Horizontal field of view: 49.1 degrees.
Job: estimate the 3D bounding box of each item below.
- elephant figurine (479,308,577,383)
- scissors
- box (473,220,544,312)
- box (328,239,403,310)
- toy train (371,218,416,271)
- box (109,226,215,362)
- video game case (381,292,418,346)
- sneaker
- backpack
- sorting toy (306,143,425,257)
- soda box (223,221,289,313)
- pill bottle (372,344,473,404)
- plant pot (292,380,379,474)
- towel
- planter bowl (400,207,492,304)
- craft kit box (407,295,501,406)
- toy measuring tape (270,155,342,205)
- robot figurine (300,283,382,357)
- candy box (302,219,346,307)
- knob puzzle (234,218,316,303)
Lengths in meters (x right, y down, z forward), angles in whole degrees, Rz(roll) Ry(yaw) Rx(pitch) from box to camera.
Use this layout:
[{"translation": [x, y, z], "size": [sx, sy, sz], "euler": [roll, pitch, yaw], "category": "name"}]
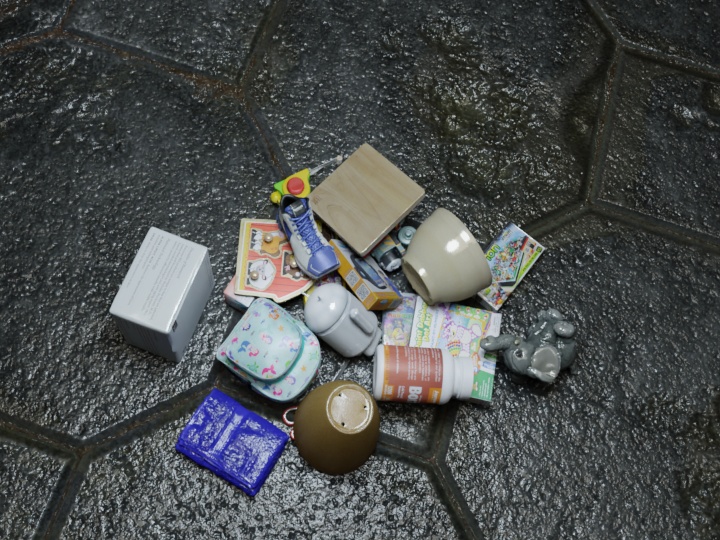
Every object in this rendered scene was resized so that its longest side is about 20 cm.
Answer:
[{"translation": [0.364, 0.185, 1.696], "size": [0.198, 0.143, 0.155], "euler": [-33, 59, -25], "category": "elephant figurine"}, {"translation": [-0.080, 0.279, 1.680], "size": [0.199, 0.014, 0.073], "euler": [-37, 75, -19], "category": "scissors"}, {"translation": [0.326, -0.008, 1.821], "size": [0.109, 0.035, 0.201], "euler": [37, 69, 10], "category": "box"}, {"translation": [0.000, 0.000, 1.737], "size": [0.042, 0.118, 0.201], "euler": [-46, 67, 23], "category": "box"}, {"translation": [0.051, -0.091, 1.804], "size": [0.113, 0.086, 0.202], "euler": [-30, 71, -12], "category": "toy train"}, {"translation": [-0.404, 0.054, 1.638], "size": [0.128, 0.200, 0.203], "euler": [20, 67, 3], "category": "box"}, {"translation": [0.117, 0.149, 1.746], "size": [0.140, 0.018, 0.204], "euler": [3, 67, -3], "category": "video game case"}, {"translation": [-0.123, -0.085, 1.670], "size": [0.080, 0.116, 0.201], "euler": [-30, 68, -13], "category": "sneaker"}, {"translation": [-0.180, 0.172, 1.644], "size": [0.199, 0.151, 0.179], "euler": [37, 76, 2], "category": "backpack"}, {"translation": [0.013, -0.147, 1.748], "size": [0.198, 0.070, 0.200], "euler": [-43, 62, -10], "category": "sorting toy"}, {"translation": [-0.224, -0.003, 1.753], "size": [0.068, 0.064, 0.202], "euler": [28, 69, 7], "category": "soda box"}, {"translation": [0.126, 0.213, 1.606], "size": [0.195, 0.113, 0.114], "euler": [4, 67, -3], "category": "pill bottle"}, {"translation": [-0.037, 0.295, 1.566], "size": [0.182, 0.201, 0.190], "euler": [3, 69, -8], "category": "plant pot"}, {"translation": [-0.261, 0.349, 1.613], "size": [0.198, 0.050, 0.149], "euler": [30, 69, 7], "category": "towel"}, {"translation": [0.170, -0.012, 1.695], "size": [0.134, 0.201, 0.201], "euler": [-35, 74, -10], "category": "planter bowl"}, {"translation": [0.199, 0.172, 1.713], "size": [0.193, 0.049, 0.204], "euler": [10, 67, 2], "category": "craft kit box"}, {"translation": [-0.117, -0.199, 1.841], "size": [0.197, 0.074, 0.074], "euler": [-27, 72, -15], "category": "toy measuring tape"}, {"translation": [-0.041, 0.105, 1.669], "size": [0.199, 0.168, 0.114], "euler": [41, 60, -30], "category": "robot figurine"}, {"translation": [-0.092, -0.019, 1.786], "size": [0.100, 0.026, 0.204], "euler": [-5, 68, -14], "category": "candy box"}, {"translation": [-0.170, -0.027, 1.718], "size": [0.215, 0.031, 0.224], "euler": [3, 67, -6], "category": "knob puzzle"}]
